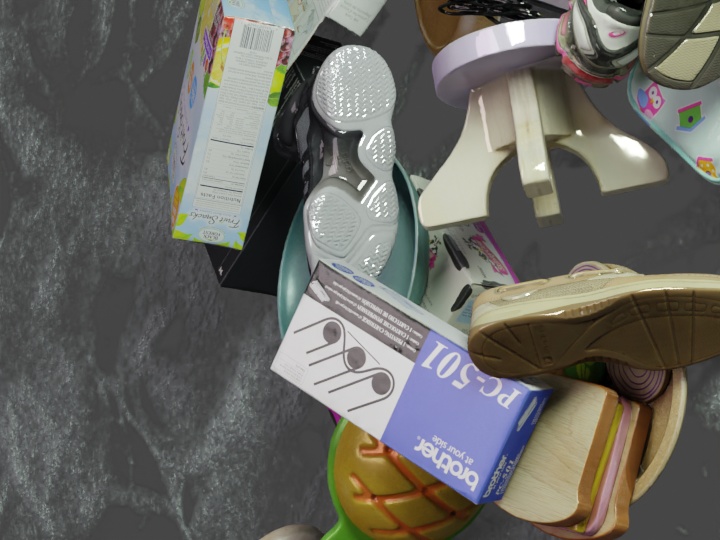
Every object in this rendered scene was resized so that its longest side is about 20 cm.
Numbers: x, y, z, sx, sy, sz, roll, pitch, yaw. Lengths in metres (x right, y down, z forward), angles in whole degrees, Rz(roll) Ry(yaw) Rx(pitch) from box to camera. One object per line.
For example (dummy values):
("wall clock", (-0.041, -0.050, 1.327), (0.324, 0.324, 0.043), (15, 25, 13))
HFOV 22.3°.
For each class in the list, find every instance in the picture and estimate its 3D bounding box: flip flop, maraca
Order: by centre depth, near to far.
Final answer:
("flip flop", (0.220, -0.211, 1.176), (0.058, 0.080, 0.202), (159, 121, -72))
("maraca", (0.037, 0.166, 1.423), (0.107, 0.136, 0.202), (-97, 21, -69))

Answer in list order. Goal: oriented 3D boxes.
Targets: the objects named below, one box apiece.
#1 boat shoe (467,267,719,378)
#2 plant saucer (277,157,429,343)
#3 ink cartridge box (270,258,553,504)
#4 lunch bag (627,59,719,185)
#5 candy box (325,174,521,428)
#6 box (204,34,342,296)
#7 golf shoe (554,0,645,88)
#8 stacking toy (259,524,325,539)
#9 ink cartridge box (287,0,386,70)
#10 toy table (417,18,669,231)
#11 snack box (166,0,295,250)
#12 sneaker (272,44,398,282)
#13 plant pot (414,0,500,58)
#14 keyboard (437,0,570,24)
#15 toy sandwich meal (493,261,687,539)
("boat shoe", (0.172, 0.025, 1.258), (0.065, 0.198, 0.072), (-82, -16, -53))
("plant saucer", (0.000, 0.000, 1.481), (0.199, 0.036, 0.202), (-23, 61, 51))
("ink cartridge box", (0.035, 0.079, 1.334), (0.199, 0.044, 0.095), (30, 103, 27))
("lunch bag", (0.270, -0.164, 1.218), (0.201, 0.077, 0.161), (-63, 35, 21))
("candy box", (0.040, 0.043, 1.498), (0.201, 0.061, 0.137), (-57, 40, 30))
("box", (-0.073, -0.098, 1.668), (0.200, 0.078, 0.142), (-54, 40, 31))
("golf shoe", (0.192, -0.225, 1.243), (0.092, 0.072, 0.201), (125, 162, -65))
("stacking toy", (-0.027, 0.310, 1.520), (0.086, 0.085, 0.200), (-58, 46, 28))
("ink cartridge box", (-0.028, -0.262, 1.612), (0.174, 0.043, 0.201), (-53, 28, 23))
("toy table", (0.126, -0.102, 1.333), (0.182, 0.200, 0.118), (-12, 81, 20))
("snack box", (-0.114, -0.145, 1.547), (0.169, 0.067, 0.202), (-106, 28, -63))
("sneaker", (-0.022, -0.073, 1.447), (0.114, 0.075, 0.202), (177, 97, -67))
("plant pot", (0.075, -0.257, 1.480), (0.200, 0.027, 0.202), (178, 90, -76))
("keyboard", (0.117, -0.226, 1.352), (0.199, 0.039, 0.105), (24, 107, 33))
("toy sandwich meal", (0.153, 0.092, 1.325), (0.204, 0.070, 0.207), (-16, 70, 51))
